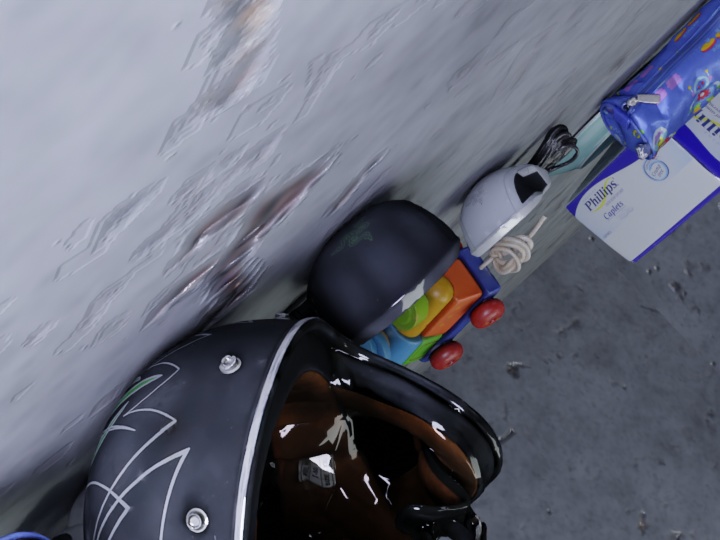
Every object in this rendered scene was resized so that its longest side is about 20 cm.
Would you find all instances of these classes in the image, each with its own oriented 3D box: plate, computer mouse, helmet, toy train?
[{"bbox_3d":[0.282,-0.167,1.448,0.200,0.026,0.200,-43,174,-6],"label":"plate"},{"bbox_3d":[0.121,-0.065,1.084,0.110,0.044,0.200,-42,180,21],"label":"computer mouse"},{"bbox_3d":[-0.041,0.122,0.642,0.201,0.190,0.200,-61,-173,13],"label":"helmet"},{"bbox_3d":[0.070,0.019,1.167,0.115,0.085,0.200,-17,156,-44],"label":"toy train"},{"bbox_3d":[0.000,0.000,0.767,0.138,0.053,0.200,-42,-177,-7],"label":"computer mouse"}]

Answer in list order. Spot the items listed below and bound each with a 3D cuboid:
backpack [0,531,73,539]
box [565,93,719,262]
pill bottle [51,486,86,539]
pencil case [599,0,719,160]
[{"bbox_3d":[-0.180,0.232,0.557,0.199,0.184,0.147,-28,171,-22],"label":"backpack"},{"bbox_3d":[0.352,-0.136,1.466,0.200,0.105,0.184,-48,179,-37],"label":"box"},{"bbox_3d":[-0.104,0.153,0.794,0.112,0.112,0.200,-49,172,35],"label":"pill bottle"},{"bbox_3d":[0.324,-0.198,1.297,0.200,0.078,0.087,-44,156,1],"label":"pencil case"}]
